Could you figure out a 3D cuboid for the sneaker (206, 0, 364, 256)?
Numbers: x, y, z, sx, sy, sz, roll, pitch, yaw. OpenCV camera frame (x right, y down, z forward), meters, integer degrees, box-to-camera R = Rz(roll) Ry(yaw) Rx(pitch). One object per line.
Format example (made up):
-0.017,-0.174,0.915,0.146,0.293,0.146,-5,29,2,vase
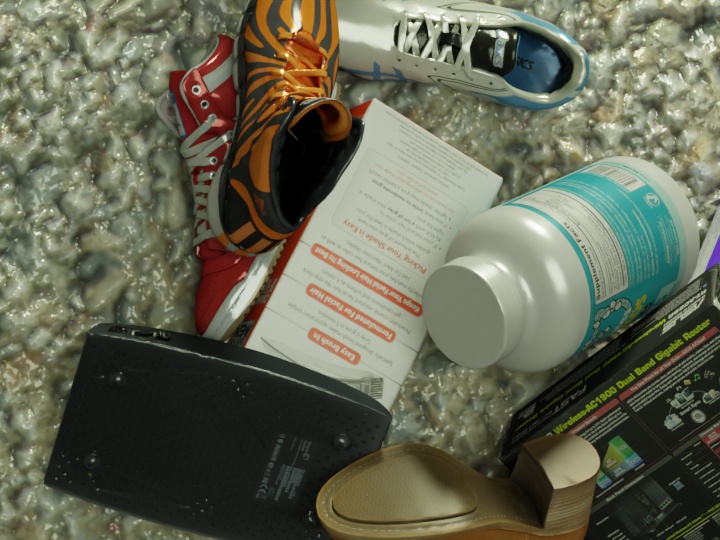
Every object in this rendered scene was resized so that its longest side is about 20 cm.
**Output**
-0.033,-0.109,1.115,0.077,0.112,0.202,15,74,-25,sneaker

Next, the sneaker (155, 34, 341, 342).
-0.097,-0.059,1.176,0.112,0.071,0.201,26,71,-18,sneaker

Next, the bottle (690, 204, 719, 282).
0.269,0.037,1.284,0.083,0.065,0.201,26,79,-14,bottle

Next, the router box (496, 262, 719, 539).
0.215,0.113,1.205,0.150,0.062,0.200,45,118,-10,router box

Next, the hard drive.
-0.092,0.107,1.146,0.199,0.042,0.136,16,118,-9,hard drive

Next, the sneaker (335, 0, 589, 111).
0.066,-0.157,1.233,0.198,0.072,0.072,9,85,-15,sneaker

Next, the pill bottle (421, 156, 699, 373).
0.130,0.000,1.186,0.199,0.110,0.112,-24,93,-42,pill bottle

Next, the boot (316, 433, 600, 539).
0.058,0.187,1.169,0.198,0.155,0.074,-4,44,-18,boot

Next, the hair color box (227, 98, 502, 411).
0.000,0.000,1.206,0.110,0.064,0.201,31,77,-14,hair color box
